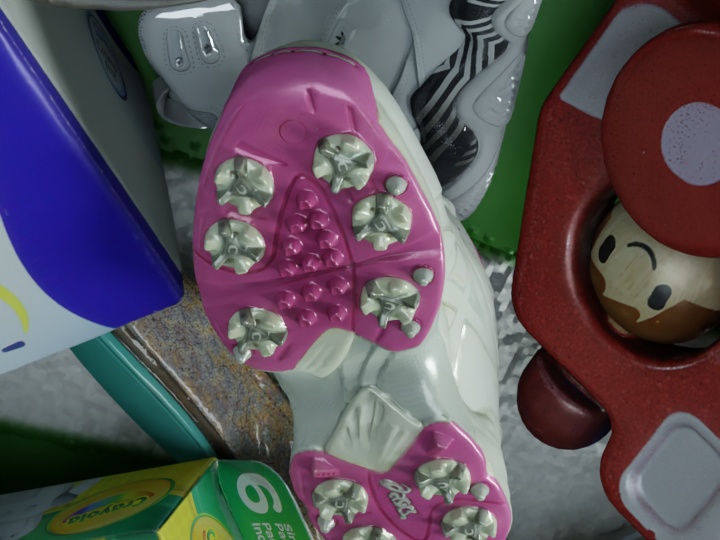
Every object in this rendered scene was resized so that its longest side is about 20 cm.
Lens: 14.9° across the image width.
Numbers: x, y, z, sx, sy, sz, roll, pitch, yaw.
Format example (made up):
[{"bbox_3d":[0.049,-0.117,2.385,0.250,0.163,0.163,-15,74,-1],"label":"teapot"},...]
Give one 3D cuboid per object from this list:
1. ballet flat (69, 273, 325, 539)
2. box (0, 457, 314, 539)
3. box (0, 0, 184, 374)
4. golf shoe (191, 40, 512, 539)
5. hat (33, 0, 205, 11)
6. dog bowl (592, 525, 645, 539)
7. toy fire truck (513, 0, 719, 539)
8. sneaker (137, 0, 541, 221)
[{"bbox_3d":[-0.027,0.053,0.894,0.067,0.068,0.200,-41,98,-18],"label":"ballet flat"},{"bbox_3d":[-0.090,0.129,0.890,0.199,0.048,0.118,-13,112,30],"label":"box"},{"bbox_3d":[-0.179,-0.043,0.796,0.199,0.105,0.184,-22,141,7],"label":"box"},{"bbox_3d":[0.000,0.000,0.811,0.075,0.092,0.200,-2,135,12],"label":"golf shoe"},{"bbox_3d":[-0.071,-0.161,0.701,0.200,0.081,0.202,1,87,-13],"label":"hat"},{"bbox_3d":[0.120,0.174,0.943,0.199,0.059,0.201,0,111,-1],"label":"dog bowl"},{"bbox_3d":[0.125,0.018,0.832,0.200,0.112,0.168,44,118,17],"label":"toy fire truck"},{"bbox_3d":[-0.002,-0.097,0.806,0.114,0.075,0.200,11,139,-1],"label":"sneaker"}]
